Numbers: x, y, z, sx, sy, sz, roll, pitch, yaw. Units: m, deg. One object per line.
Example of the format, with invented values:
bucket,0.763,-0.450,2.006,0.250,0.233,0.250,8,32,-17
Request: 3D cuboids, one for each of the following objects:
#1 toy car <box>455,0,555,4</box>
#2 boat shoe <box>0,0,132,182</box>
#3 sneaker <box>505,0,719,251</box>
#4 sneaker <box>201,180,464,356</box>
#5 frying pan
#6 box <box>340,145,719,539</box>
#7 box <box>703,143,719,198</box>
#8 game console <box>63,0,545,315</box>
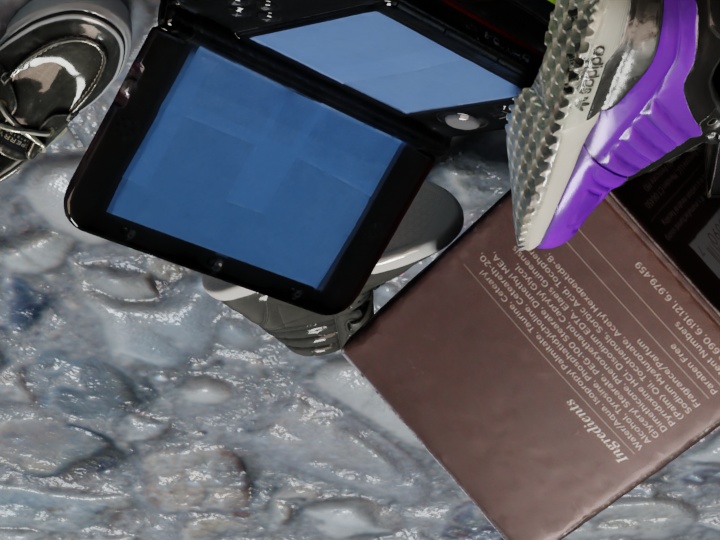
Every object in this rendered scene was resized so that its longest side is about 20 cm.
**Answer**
toy car,0.046,-0.189,0.832,0.157,0.165,0.200,22,152,-20
boat shoe,-0.206,-0.095,1.040,0.072,0.071,0.200,30,136,-27
sneaker,0.126,-0.069,0.769,0.099,0.070,0.201,2,150,-8
sneaker,0.000,0.000,1.140,0.199,0.071,0.099,-16,140,32
frying pan,0.109,-0.112,0.923,0.189,0.031,0.115,32,178,34
box,0.133,0.020,0.964,0.164,0.166,0.200,48,126,1
box,0.250,-0.102,0.810,0.158,0.046,0.200,-1,153,5
game console,-0.010,-0.058,0.828,0.172,0.120,0.199,-3,163,45
